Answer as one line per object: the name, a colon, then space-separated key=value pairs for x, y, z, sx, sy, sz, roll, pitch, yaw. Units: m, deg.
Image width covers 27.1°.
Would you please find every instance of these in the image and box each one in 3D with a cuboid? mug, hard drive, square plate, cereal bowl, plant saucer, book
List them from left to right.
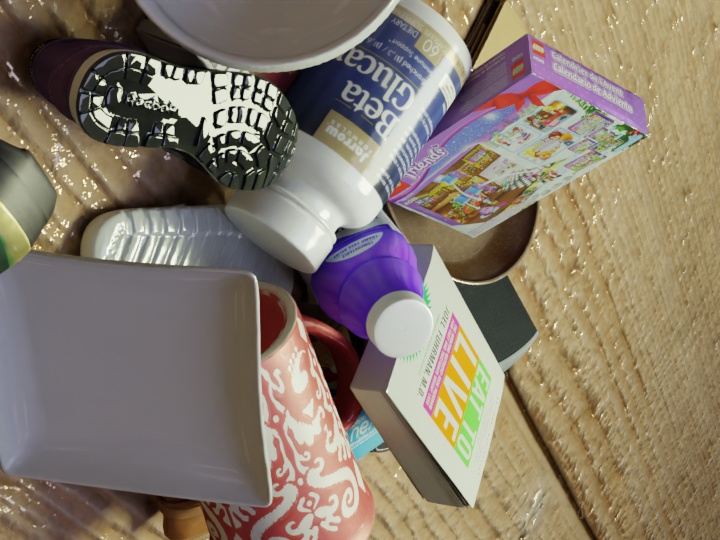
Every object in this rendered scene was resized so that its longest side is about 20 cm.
square plate: x=-0.156 y=0.067 z=0.986 sx=0.029 sy=0.198 sz=0.200 roll=-72 pitch=165 yaw=-53
mug: x=-0.074 y=0.105 z=1.113 sx=0.178 sy=0.132 sz=0.201 roll=-85 pitch=163 yaw=-52
cereal bowl: x=-0.056 y=-0.221 z=0.948 sx=0.083 sy=0.199 sz=0.202 roll=28 pitch=85 yaw=-85
book: x=0.060 y=0.089 z=1.225 sx=0.200 sy=0.048 sz=0.135 roll=57 pitch=47 yaw=-49
plant saucer: x=0.080 y=-0.084 z=1.323 sx=0.199 sy=0.037 sz=0.203 roll=10 pitch=74 yaw=-38
hard drive: x=0.097 y=0.046 z=1.436 sx=0.042 sy=0.136 sz=0.199 roll=-31 pitch=175 yaw=34

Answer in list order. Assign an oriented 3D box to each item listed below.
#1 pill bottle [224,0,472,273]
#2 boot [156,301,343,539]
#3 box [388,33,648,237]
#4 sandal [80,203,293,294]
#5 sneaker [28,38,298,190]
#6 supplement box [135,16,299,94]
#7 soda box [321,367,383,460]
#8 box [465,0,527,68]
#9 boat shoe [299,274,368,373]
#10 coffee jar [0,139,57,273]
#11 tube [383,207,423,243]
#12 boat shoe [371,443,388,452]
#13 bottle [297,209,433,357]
pill bottle: x=-0.012 y=-0.102 z=1.103 sx=0.201 sy=0.110 sz=0.111 roll=-57 pitch=149 yaw=-13
boot: x=-0.092 y=0.124 z=1.224 sx=0.199 sy=0.076 sz=0.157 roll=-34 pitch=135 yaw=-40
box: x=0.110 y=-0.102 z=1.196 sx=0.136 sy=0.199 sz=0.039 roll=21 pitch=53 yaw=-36
sandal: x=-0.129 y=-0.013 z=1.107 sx=0.202 sy=0.049 sz=0.083 roll=13 pitch=84 yaw=-48
sneaker: x=-0.126 y=-0.113 z=0.981 sx=0.199 sy=0.087 sz=0.076 roll=18 pitch=98 yaw=-49
supplement box: x=-0.063 y=-0.208 z=1.061 sx=0.201 sy=0.061 sz=0.109 roll=-59 pitch=149 yaw=-16
soda box: x=-0.024 y=0.133 z=1.357 sx=0.199 sy=0.064 sz=0.068 roll=-29 pitch=133 yaw=-48
box: x=0.130 y=-0.149 z=1.456 sx=0.165 sy=0.021 sz=0.200 roll=-63 pitch=151 yaw=-7
boat shoe: x=-0.009 y=0.003 z=1.280 sx=0.072 sy=0.076 sz=0.201 roll=-38 pitch=139 yaw=-40
coffee jar: x=-0.264 y=0.002 z=0.833 sx=0.201 sy=0.104 sz=0.086 roll=-54 pitch=151 yaw=-20
tube: x=0.039 y=0.041 z=1.327 sx=0.050 sy=0.077 sz=0.202 roll=-5 pitch=87 yaw=-23
boat shoe: x=0.070 y=0.137 z=1.513 sx=0.199 sy=0.064 sz=0.073 roll=-20 pitch=129 yaw=-51
bottle: x=0.000 y=0.000 z=1.135 sx=0.083 sy=0.200 sz=0.066 roll=-27 pitch=120 yaw=-5
